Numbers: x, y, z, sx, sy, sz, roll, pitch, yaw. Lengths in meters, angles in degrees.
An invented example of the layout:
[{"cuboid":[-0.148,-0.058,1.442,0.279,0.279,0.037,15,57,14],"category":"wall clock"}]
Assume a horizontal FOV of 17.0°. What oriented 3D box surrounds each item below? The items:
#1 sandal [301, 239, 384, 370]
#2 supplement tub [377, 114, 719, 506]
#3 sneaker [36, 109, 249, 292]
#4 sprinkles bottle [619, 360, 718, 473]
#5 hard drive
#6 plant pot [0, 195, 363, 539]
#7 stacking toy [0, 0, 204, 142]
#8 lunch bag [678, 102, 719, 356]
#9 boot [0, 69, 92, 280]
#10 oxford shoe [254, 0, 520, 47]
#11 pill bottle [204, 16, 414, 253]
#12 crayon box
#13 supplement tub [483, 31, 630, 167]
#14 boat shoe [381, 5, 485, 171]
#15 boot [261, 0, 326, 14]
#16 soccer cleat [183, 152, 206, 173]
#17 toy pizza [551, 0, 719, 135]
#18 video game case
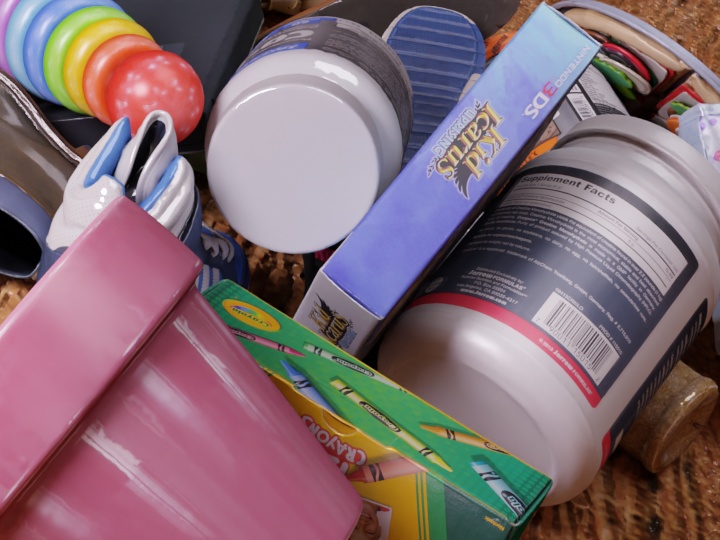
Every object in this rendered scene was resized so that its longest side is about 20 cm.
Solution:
[{"cuboid":[0.000,0.000,1.471,0.075,0.045,0.200,13,30,-22],"category":"sandal"},{"cuboid":[0.115,0.021,1.358,0.140,0.140,0.200,32,57,14],"category":"supplement tub"},{"cuboid":[-0.105,-0.025,1.324,0.080,0.147,0.200,28,29,17],"category":"sneaker"},{"cuboid":[0.122,0.041,1.474,0.200,0.068,0.068,37,31,21],"category":"sprinkles bottle"},{"cuboid":[-0.145,-0.125,1.518,0.139,0.033,0.200,-6,27,11],"category":"hard drive"},{"cuboid":[-0.106,0.096,1.099,0.179,0.200,0.200,40,28,-5],"category":"plant pot"},{"cuboid":[-0.151,-0.122,1.383,0.085,0.086,0.200,4,16,-33],"category":"stacking toy"},{"cuboid":[0.291,-0.014,1.552,0.200,0.127,0.170,13,59,-41],"category":"lunch bag"},{"cuboid":[-0.226,-0.065,1.379,0.200,0.075,0.097,32,26,9],"category":"boot"},{"cuboid":[0.013,-0.174,1.667,0.199,0.072,0.071,-17,16,3],"category":"oxford shoe"},{"cuboid":[-0.029,-0.079,1.392,0.114,0.114,0.200,23,14,-2],"category":"pill bottle"},{"cuboid":[-0.019,0.108,1.200,0.200,0.119,0.058,31,29,13],"category":"crayon box"},{"cuboid":[0.130,-0.069,1.606,0.122,0.123,0.200,10,31,-25],"category":"supplement tub"},{"cuboid":[0.036,-0.092,1.573,0.072,0.072,0.200,12,46,1],"category":"boat shoe"},{"cuboid":[-0.071,-0.200,1.724,0.199,0.073,0.156,19,29,-7],"category":"boot"},{"cuboid":[-0.041,-0.095,1.572,0.200,0.065,0.084,-12,28,-39],"category":"soccer cleat"},{"cuboid":[0.204,-0.114,1.689,0.200,0.032,0.200,38,-11,9],"category":"toy pizza"},{"cuboid":[0.038,-0.034,1.326,0.045,0.181,0.200,39,71,2],"category":"video game case"}]
